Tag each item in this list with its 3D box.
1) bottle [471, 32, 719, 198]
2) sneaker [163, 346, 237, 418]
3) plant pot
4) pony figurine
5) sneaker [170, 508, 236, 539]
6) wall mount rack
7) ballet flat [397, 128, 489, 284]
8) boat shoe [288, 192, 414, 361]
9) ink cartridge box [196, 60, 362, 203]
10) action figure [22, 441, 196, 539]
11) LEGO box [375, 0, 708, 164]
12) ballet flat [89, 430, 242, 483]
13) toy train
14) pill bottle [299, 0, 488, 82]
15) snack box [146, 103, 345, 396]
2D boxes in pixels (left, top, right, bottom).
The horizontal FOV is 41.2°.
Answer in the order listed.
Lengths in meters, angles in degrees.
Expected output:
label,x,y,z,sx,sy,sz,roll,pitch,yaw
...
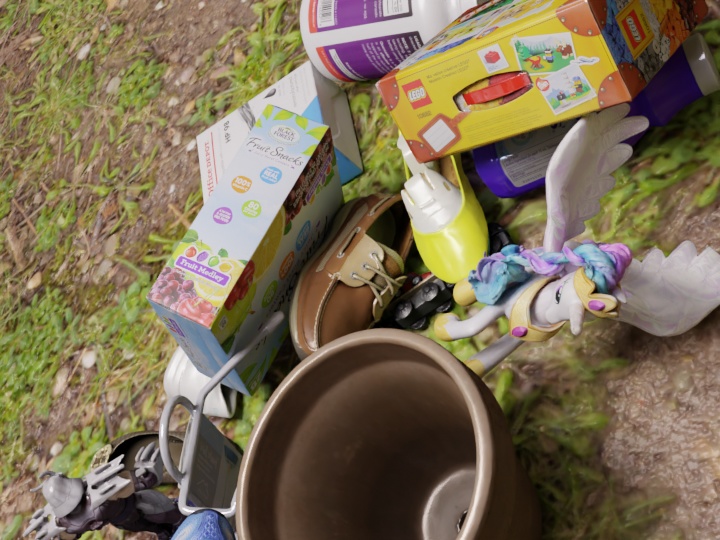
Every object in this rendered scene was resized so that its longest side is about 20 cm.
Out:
label,x,y,z,sx,sy,sz,roll,pitch,yaw
bottle,0.188,-0.129,0.781,0.199,0.065,0.084,-22,47,28
sneaker,-0.113,0.048,0.935,0.088,0.075,0.201,19,85,29
plant pot,0.042,0.160,0.671,0.200,0.174,0.201,-18,58,31
pony figurine,0.148,0.004,0.677,0.193,0.167,0.200,-42,5,-33
sneaker,-0.118,0.251,0.679,0.089,0.078,0.201,-98,25,-58
wall mount rack,-0.089,0.141,0.794,0.074,0.200,0.174,-4,55,15
ballet flat,0.061,-0.073,0.826,0.067,0.067,0.201,-30,40,22
boat shoe,0.000,0.000,0.821,0.074,0.076,0.200,-19,37,36
ink cartridge box,-0.103,-0.112,1.002,0.200,0.067,0.116,-29,53,23
action figure,-0.198,0.203,0.819,0.130,0.200,0.070,-27,53,24
LEGO box,0.135,-0.167,0.723,0.200,0.077,0.149,-11,26,48
ballet flat,-0.202,0.185,0.938,0.199,0.046,0.068,-8,62,35
toy train,0.047,0.024,0.836,0.200,0.034,0.046,-37,46,17
pill bottle,0.046,-0.247,0.925,0.199,0.112,0.113,1,68,38
snack box,-0.088,-0.013,0.832,0.067,0.169,0.200,24,68,16
